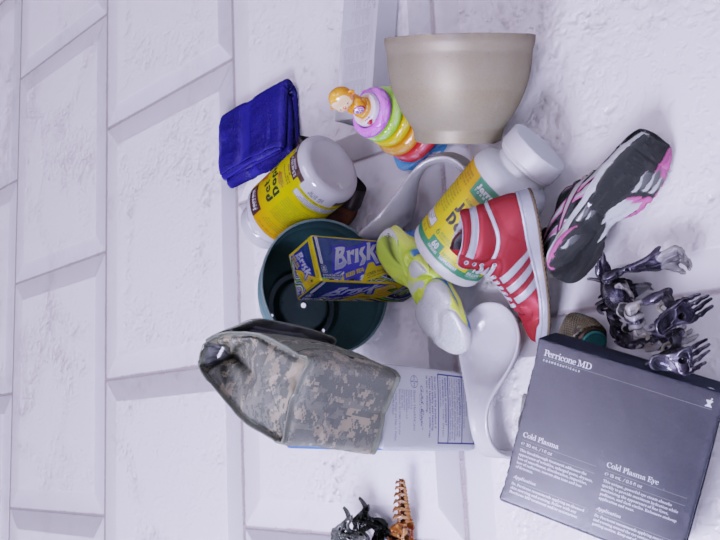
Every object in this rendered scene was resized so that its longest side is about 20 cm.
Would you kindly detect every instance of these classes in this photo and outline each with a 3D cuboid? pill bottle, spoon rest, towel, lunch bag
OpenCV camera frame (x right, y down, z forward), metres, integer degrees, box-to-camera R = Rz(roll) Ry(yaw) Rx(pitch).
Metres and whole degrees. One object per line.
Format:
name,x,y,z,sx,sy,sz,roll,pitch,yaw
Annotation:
pill bottle,0.168,-0.085,1.068,0.201,0.111,0.114,-50,54,28
spoon rest,0.169,0.143,1.075,0.098,0.060,0.205,-8,80,43
towel,-0.189,-0.247,1.487,0.198,0.049,0.151,-16,74,42
lunch bag,-0.079,0.127,0.974,0.198,0.162,0.120,18,90,45
spoon rest,0.073,-0.108,1.179,0.198,0.099,0.061,-33,93,29
pill bottle,-0.102,-0.112,1.266,0.199,0.108,0.111,-35,62,41

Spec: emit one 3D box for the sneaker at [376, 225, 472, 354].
sneaker,0.110,0.015,1.127,0.202,0.104,0.076,57,135,16

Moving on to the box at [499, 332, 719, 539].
box,0.275,0.186,0.895,0.196,0.104,0.186,16,97,23

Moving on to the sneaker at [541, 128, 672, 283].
sneaker,0.279,-0.090,0.988,0.201,0.080,0.087,-50,27,14

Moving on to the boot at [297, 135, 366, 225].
boot,-0.081,-0.100,1.370,0.189,0.068,0.202,46,124,29

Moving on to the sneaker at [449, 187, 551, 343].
sneaker,0.172,0.005,1.013,0.110,0.072,0.204,-12,112,5

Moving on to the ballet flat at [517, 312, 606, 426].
ballet flat,0.237,0.145,1.013,0.204,0.067,0.075,-68,26,10

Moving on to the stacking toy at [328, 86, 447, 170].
stacking toy,0.030,-0.221,1.161,0.115,0.198,0.112,-30,65,36

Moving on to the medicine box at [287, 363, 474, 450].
medicine box,0.028,0.189,1.110,0.180,0.198,0.106,-11,73,43

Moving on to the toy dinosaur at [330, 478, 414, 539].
toy dinosaur,0.033,0.397,1.178,0.134,0.102,0.203,20,81,29

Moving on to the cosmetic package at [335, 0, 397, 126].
cosmetic package,0.011,-0.336,1.299,0.082,0.050,0.205,2,87,46

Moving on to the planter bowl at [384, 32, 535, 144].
planter bowl,0.130,-0.237,1.084,0.198,0.198,0.138,12,109,44

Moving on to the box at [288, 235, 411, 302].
box,0.000,0.000,1.159,0.064,0.197,0.072,-36,61,44

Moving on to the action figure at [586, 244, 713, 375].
action figure,0.323,0.042,0.908,0.200,0.100,0.121,-108,4,-74

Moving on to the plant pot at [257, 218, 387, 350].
plant pot,-0.073,0.040,1.255,0.134,0.196,0.205,144,122,-63
